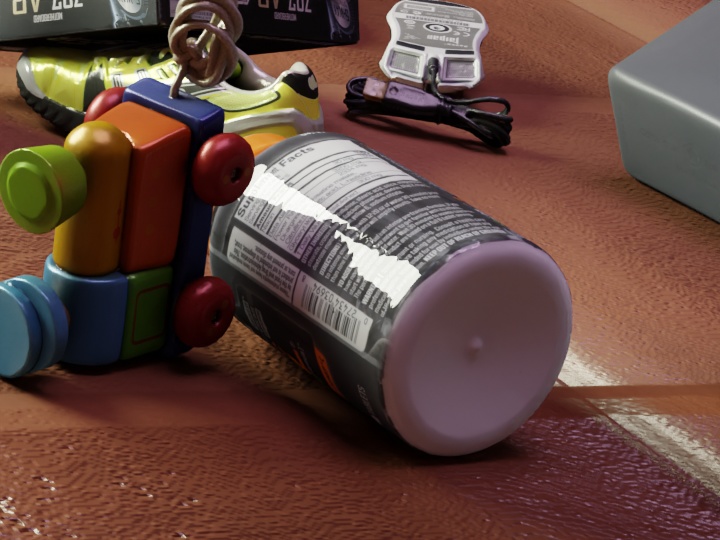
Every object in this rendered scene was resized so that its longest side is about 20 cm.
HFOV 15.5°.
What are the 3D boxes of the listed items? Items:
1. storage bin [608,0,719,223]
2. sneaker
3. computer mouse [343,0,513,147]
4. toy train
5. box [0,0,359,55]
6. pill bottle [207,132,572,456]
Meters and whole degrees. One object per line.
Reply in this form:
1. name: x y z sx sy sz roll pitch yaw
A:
1. storage bin: 0.255 -0.088 1.634 0.134 0.146 0.200 -29 36 -21
2. sneaker: -0.106 -0.105 1.523 0.200 0.076 0.075 17 21 19
3. computer mouse: 0.050 -0.131 1.757 0.110 0.044 0.200 7 24 2
4. toy train: -0.112 -0.051 1.167 0.085 0.200 0.116 23 26 32
5. box: -0.121 -0.157 1.594 0.160 0.044 0.200 -3 -1 34
6. pill bottle: 0.000 0.000 1.228 0.106 0.106 0.200 -2 22 -35
